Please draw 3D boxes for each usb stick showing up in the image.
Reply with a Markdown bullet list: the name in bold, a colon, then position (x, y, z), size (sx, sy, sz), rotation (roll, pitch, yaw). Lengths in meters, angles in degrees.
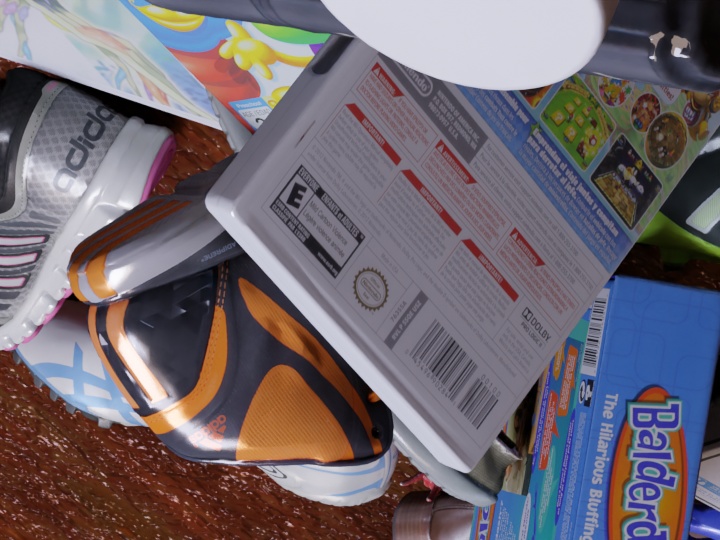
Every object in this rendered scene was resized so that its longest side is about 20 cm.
- **usb stick**: position (0.019, -0.079, 0.846), size (0.200, 0.033, 0.055), rotation (11, 175, 33)

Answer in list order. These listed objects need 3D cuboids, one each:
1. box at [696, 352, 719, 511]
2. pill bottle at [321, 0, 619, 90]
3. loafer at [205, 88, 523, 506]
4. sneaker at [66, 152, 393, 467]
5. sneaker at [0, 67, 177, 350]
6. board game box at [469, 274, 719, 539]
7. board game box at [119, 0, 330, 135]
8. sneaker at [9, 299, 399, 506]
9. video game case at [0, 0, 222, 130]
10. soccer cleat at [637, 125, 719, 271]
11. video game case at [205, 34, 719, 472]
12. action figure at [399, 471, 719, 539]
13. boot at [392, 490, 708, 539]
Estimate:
- **box**: position (0.210, 0.060, 1.125), size (0.116, 0.060, 0.200), rotation (29, 158, -16)
- **pill bottle**: position (0.056, -0.150, 0.775), size (0.111, 0.200, 0.111), rotation (18, 150, 11)
- **loafer**: position (0.012, -0.006, 1.100), size (0.200, 0.070, 0.075), rotation (62, -177, 2)
- **sneaker**: position (0.000, 0.000, 1.037), size (0.112, 0.200, 0.078), rotation (64, 163, -13)
- **sneaker**: position (-0.148, -0.031, 1.252), size (0.087, 0.074, 0.200), rotation (36, 152, -8)
- **board game box**: position (0.083, 0.077, 1.104), size (0.045, 0.153, 0.200), rotation (9, 180, -8)
- **board game box**: position (-0.039, -0.147, 0.946), size (0.103, 0.105, 0.200), rotation (-8, 139, 43)
- **sneaker**: position (-0.069, 0.044, 1.337), size (0.199, 0.072, 0.073), rotation (19, 117, 22)
- **video game case**: position (-0.138, -0.138, 1.117), size (0.199, 0.022, 0.182), rotation (18, 151, 9)
- **soccer cleat**: position (0.163, -0.030, 1.012), size (0.200, 0.067, 0.081), rotation (13, 108, 31)
- **video game case**: position (0.051, -0.054, 0.942), size (0.018, 0.200, 0.143), rotation (20, 158, 49)
- **action figure**: position (0.096, 0.111, 1.255), size (0.200, 0.099, 0.065), rotation (35, 151, 23)
- **boot**: position (0.136, 0.164, 1.383), size (0.200, 0.064, 0.186), rotation (-6, 138, 35)
